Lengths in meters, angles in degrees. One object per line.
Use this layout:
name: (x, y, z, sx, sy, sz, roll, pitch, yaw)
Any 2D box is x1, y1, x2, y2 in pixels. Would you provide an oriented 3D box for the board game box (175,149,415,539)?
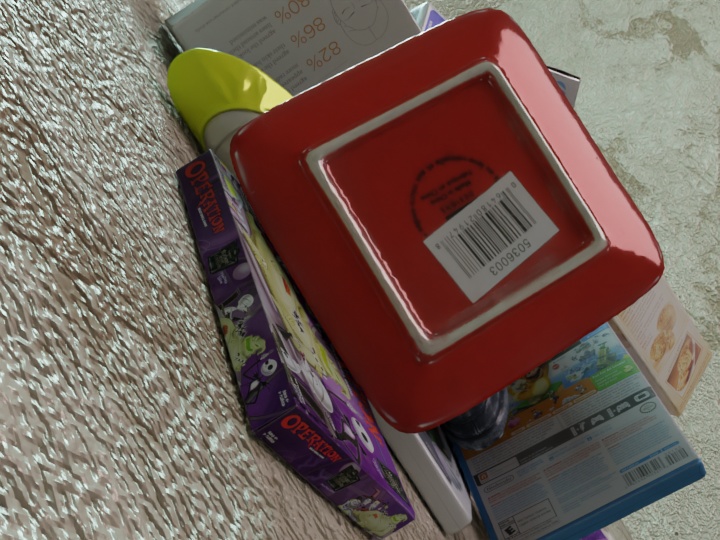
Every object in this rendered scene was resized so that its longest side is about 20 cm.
board game box: (-0.038, 0.034, 0.561, 0.120, 0.032, 0.200, 56, 6, -44)

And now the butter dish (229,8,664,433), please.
butter dish: (0.042, -0.022, 0.651, 0.200, 0.200, 0.148, 58, -17, 6)

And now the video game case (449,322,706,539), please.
video game case: (0.134, 0.104, 0.755, 0.018, 0.143, 0.200, 58, 6, -34)

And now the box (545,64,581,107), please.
box: (0.095, -0.063, 0.870, 0.041, 0.201, 0.156, 11, 2, -28)

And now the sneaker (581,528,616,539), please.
sneaker: (0.141, 0.195, 0.808, 0.200, 0.080, 0.083, 58, 4, 1)

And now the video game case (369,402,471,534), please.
video game case: (0.020, 0.074, 0.771, 0.200, 0.023, 0.182, 57, 7, -2)

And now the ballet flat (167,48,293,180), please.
ballet flat: (-0.048, -0.063, 0.700, 0.200, 0.067, 0.067, 43, 28, -28)

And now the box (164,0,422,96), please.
box: (-0.030, -0.149, 0.820, 0.200, 0.152, 0.106, 55, -3, -21)

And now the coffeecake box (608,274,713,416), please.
coffeecake box: (0.195, 0.031, 0.940, 0.153, 0.073, 0.200, 11, -29, 49)

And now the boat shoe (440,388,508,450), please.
boat shoe: (0.055, 0.047, 0.793, 0.091, 0.071, 0.200, 58, 12, -28)

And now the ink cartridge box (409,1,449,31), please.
ink cartridge box: (0.096, -0.119, 1.017, 0.200, 0.047, 0.198, 37, 54, -31)
